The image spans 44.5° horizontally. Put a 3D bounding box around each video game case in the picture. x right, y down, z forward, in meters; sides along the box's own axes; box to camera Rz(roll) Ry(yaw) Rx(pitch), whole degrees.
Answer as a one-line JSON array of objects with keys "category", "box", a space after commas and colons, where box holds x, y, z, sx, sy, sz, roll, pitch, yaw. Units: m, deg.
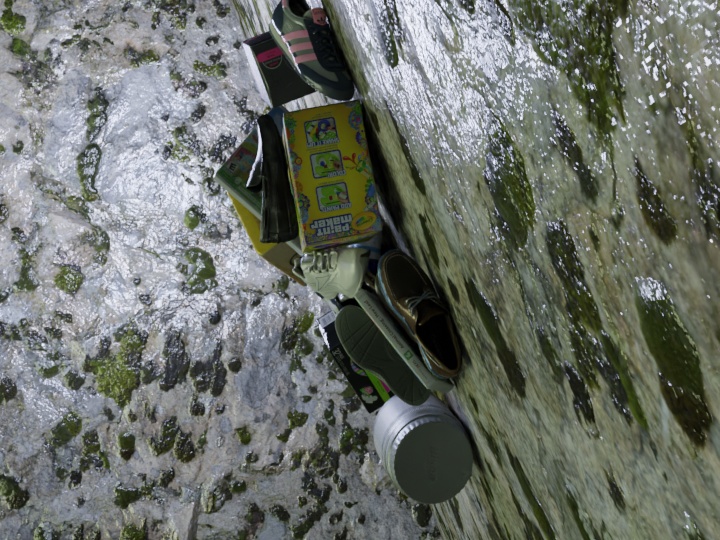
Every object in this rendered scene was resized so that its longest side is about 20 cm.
[{"category": "video game case", "box": [-0.120, -0.158, 1.500, 0.199, 0.183, 0.022, 40, 156, -6]}, {"category": "video game case", "box": [0.073, 0.117, 1.402, 0.183, 0.022, 0.200, 51, -175, 16]}]

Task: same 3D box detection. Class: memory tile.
[{"category": "memory tile", "box": [0.000, 0.000, 1.546, 0.153, 0.017, 0.200, 44, 179, -36]}]

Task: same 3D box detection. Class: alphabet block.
[{"category": "alphabet block", "box": [-0.129, -0.122, 1.822, 0.198, 0.194, 0.200, 57, -170, 29]}]

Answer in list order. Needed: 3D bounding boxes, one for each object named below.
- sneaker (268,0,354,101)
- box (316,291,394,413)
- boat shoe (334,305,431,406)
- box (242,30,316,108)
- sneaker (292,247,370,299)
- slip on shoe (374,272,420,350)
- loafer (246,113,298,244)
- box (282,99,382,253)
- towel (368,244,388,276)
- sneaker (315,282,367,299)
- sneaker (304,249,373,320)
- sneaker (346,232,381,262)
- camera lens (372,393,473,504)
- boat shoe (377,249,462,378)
[{"category": "sneaker", "box": [-0.067, -0.336, 1.293, 0.201, 0.069, 0.083, 51, 132, 23]}, {"category": "box", "box": [0.022, 0.167, 1.850, 0.202, 0.147, 0.125, 59, -179, -33]}, {"category": "boat shoe", "box": [0.038, 0.138, 1.445, 0.201, 0.075, 0.065, 42, -175, 6]}, {"category": "box", "box": [-0.122, -0.351, 1.477, 0.200, 0.120, 0.108, -127, 16, -70]}, {"category": "sneaker", "box": [-0.048, 0.001, 1.397, 0.199, 0.086, 0.076, -24, 48, 61]}, {"category": "slip on shoe", "box": [0.078, 0.059, 1.386, 0.201, 0.073, 0.062, 57, 172, 46]}, {"category": "loafer", "box": [-0.143, -0.141, 1.352, 0.068, 0.069, 0.205, 110, 149, -79]}, {"category": "box", "box": [-0.048, -0.138, 1.368, 0.200, 0.119, 0.197, 147, 113, -84]}, {"category": "towel", "box": [0.041, 0.015, 1.700, 0.200, 0.049, 0.150, -129, 19, -74]}, {"category": "sneaker", "box": [0.003, 0.047, 1.658, 0.199, 0.083, 0.072, 38, 140, -8]}, {"category": "sneaker", "box": [-0.028, 0.029, 1.525, 0.202, 0.078, 0.130, 68, 159, 13]}, {"category": "sneaker", "box": [0.002, -0.078, 1.611, 0.200, 0.074, 0.089, -145, 67, -66]}, {"category": "camera lens", "box": [0.110, 0.314, 1.586, 0.200, 0.157, 0.163, -138, 26, -80]}, {"category": "boat shoe", "box": [0.093, 0.057, 1.249, 0.202, 0.071, 0.072, 59, 170, 1]}]
